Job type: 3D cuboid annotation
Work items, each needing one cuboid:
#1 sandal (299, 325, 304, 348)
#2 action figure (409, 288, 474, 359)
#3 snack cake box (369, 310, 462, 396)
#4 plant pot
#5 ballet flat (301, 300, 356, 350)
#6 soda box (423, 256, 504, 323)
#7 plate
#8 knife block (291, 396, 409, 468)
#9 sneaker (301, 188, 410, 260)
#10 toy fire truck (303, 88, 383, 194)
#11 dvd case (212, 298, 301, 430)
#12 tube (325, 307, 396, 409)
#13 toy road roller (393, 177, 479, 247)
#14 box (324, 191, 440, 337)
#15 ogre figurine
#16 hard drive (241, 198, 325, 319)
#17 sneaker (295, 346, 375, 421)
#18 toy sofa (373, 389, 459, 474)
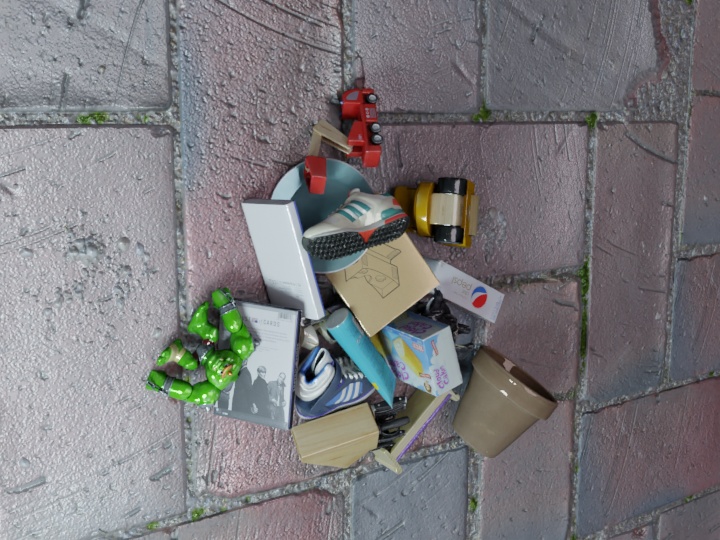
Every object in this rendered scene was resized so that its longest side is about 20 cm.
[{"bbox_3d":[-0.154,0.180,1.492,0.079,0.054,0.203,20,109,-21],"label":"sandal"},{"bbox_3d":[0.148,0.113,1.654,0.200,0.100,0.121,40,37,-54],"label":"action figure"},{"bbox_3d":[0.096,0.146,1.593,0.066,0.199,0.117,-23,110,-27],"label":"snack cake box"},{"bbox_3d":[0.280,0.282,1.771,0.198,0.200,0.176,29,101,-34],"label":"plant pot"},{"bbox_3d":[-0.077,0.104,1.541,0.197,0.071,0.074,-15,106,-33],"label":"ballet flat"},{"bbox_3d":[0.197,0.039,1.723,0.198,0.068,0.065,27,84,-35],"label":"soda box"},{"bbox_3d":[-0.065,-0.094,1.495,0.195,0.026,0.205,0,81,2],"label":"plate"},{"bbox_3d":[-0.005,0.286,1.566,0.175,0.065,0.198,-41,144,21],"label":"knife block"},{"bbox_3d":[-0.018,-0.084,1.431,0.196,0.094,0.071,-16,148,-23],"label":"sneaker"},{"bbox_3d":[-0.033,-0.230,1.489,0.137,0.049,0.204,-1,60,-10],"label":"toy fire truck"},{"bbox_3d":[-0.176,0.157,1.453,0.025,0.147,0.205,-10,107,-69],"label":"dvd case"},{"bbox_3d":[0.012,0.155,1.545,0.201,0.050,0.078,54,32,-26],"label":"tube"},{"bbox_3d":[0.143,-0.114,1.646,0.199,0.143,0.126,4,91,-71],"label":"toy road roller"},{"bbox_3d":[0.022,-0.010,1.522,0.162,0.021,0.202,-36,93,-4],"label":"box"},{"bbox_3d":[-0.250,0.138,1.415,0.119,0.098,0.201,37,60,1],"label":"ogre figurine"},{"bbox_3d":[-0.131,-0.021,1.452,0.025,0.130,0.204,-29,113,-36],"label":"hard drive"},{"bbox_3d":[-0.037,0.182,1.551,0.197,0.081,0.148,-28,145,-22],"label":"sneaker"},{"bbox_3d":[0.108,0.306,1.701,0.200,0.082,0.098,-48,119,-18],"label":"toy sofa"}]
